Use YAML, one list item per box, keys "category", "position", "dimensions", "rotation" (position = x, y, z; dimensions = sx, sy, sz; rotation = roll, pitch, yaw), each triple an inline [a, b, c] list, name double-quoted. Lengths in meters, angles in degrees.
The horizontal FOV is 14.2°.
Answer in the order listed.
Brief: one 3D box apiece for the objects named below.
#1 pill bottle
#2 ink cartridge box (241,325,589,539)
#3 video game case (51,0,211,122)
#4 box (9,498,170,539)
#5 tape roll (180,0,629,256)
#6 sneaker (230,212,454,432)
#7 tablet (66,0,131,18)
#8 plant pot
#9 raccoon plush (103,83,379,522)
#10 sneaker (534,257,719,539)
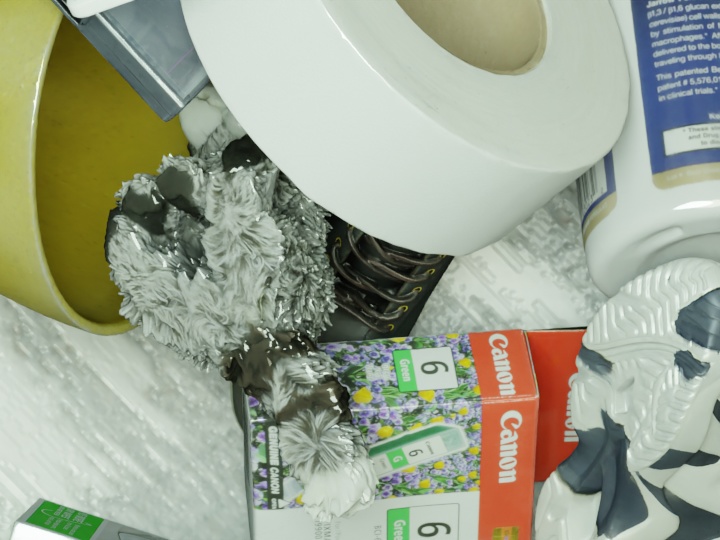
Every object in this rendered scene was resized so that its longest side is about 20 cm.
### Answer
- category: "pill bottle"
  position: [0.148, -0.091, 1.316]
  dimensions: [0.110, 0.111, 0.201]
  rotation: [-4, 64, -1]
- category: "ink cartridge box"
  position: [0.045, 0.084, 1.355]
  dimensions: [0.199, 0.050, 0.109]
  rotation: [-4, 132, -5]
- category: "video game case"
  position: [-0.113, -0.174, 1.229]
  dimensions: [0.200, 0.143, 0.019]
  rotation: [46, 133, -6]
- category: "box"
  position: [-0.106, 0.233, 1.372]
  dimensions: [0.176, 0.097, 0.201]
  rotation: [19, 93, 0]
- category: "tape roll"
  position: [0.019, -0.109, 1.229]
  dimensions: [0.203, 0.202, 0.071]
  rotation: [48, 127, -3]
- category: "sneaker"
  position: [0.000, 0.000, 1.351]
  dimensions: [0.075, 0.106, 0.201]
  rotation: [31, 93, -3]
- category: "tablet"
  position: [-0.050, -0.192, 1.191]
  dimensions: [0.130, 0.201, 0.014]
  rotation: [-18, 132, 31]
- category: "plant pot"
  position: [-0.160, -0.082, 1.317]
  dimensions: [0.141, 0.200, 0.201]
  rotation: [11, 94, 21]
- category: "raccoon plush"
  position: [-0.037, 0.008, 1.307]
  dimensions: [0.096, 0.134, 0.201]
  rotation: [-15, 97, 27]
- category: "sneaker"
  position: [0.166, 0.067, 1.319]
  dimensions: [0.129, 0.080, 0.200]
  rotation: [-10, 131, -29]
